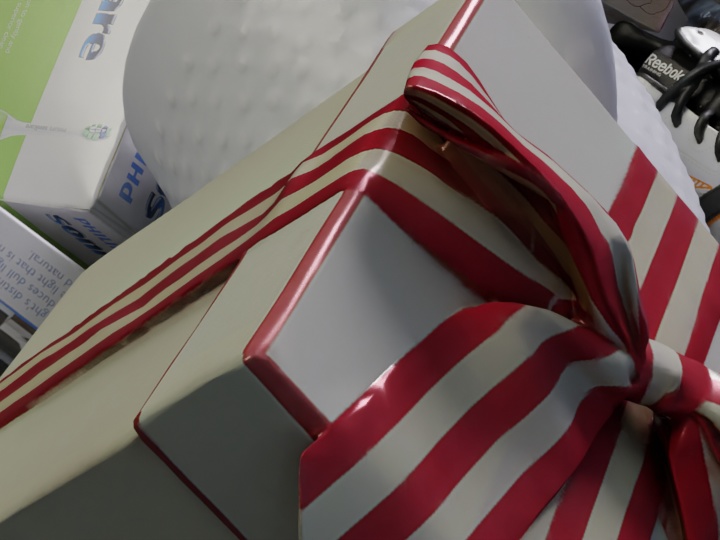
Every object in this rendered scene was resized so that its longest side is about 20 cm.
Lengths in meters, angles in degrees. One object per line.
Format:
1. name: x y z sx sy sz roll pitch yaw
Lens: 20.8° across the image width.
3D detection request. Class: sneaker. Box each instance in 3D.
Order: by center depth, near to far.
1. sneaker: 0.123 -0.035 0.639 0.074 0.080 0.200 -38 21 -12

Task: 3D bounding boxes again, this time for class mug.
1. mug: 0.029 -0.037 0.598 0.147 0.200 0.176 -20 54 -21

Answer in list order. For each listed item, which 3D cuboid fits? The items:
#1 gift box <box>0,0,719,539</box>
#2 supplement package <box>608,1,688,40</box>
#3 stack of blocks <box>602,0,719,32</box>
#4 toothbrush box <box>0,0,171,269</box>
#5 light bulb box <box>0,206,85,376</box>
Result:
1. gift box: 0.011 0.070 0.451 0.187 0.185 0.200 -33 22 35
2. supplement package: 0.022 -0.104 0.895 0.200 0.120 0.121 -15 26 45
3. stack of blocks: 0.112 -0.147 0.723 0.115 0.200 0.059 -64 20 3
4. toothbrush box: -0.129 -0.079 0.758 0.200 0.086 0.146 7 69 35
5. light bulb box: -0.191 0.081 0.692 0.200 0.125 0.198 -54 1 -22
